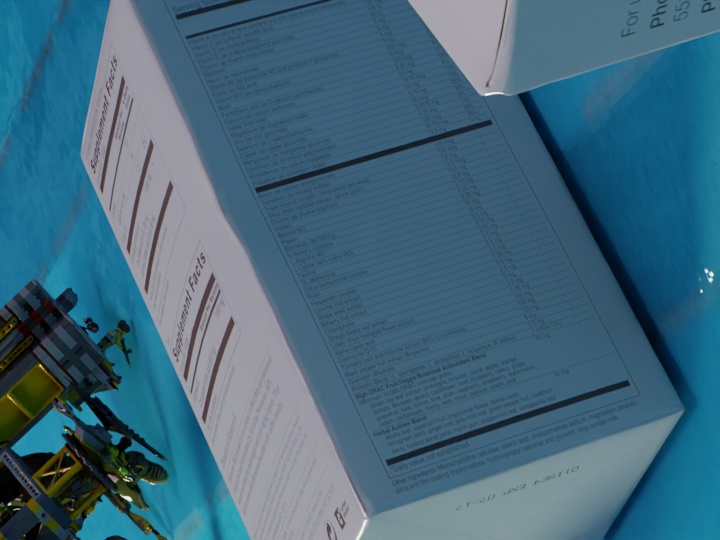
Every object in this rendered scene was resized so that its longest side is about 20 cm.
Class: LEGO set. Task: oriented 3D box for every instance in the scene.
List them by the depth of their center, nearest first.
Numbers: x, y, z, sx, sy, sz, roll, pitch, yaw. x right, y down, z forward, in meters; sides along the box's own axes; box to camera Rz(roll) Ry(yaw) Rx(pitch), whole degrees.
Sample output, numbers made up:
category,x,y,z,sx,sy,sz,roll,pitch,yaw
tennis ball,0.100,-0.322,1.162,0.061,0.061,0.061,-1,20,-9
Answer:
category,x,y,z,sx,sy,sz,roll,pitch,yaw
LEGO set,-0.130,0.094,1.330,0.154,0.116,0.200,49,174,-27

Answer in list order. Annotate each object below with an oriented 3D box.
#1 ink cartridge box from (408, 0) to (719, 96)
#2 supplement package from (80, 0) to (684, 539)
category,x,y,z,sx,sy,sz,roll,pitch,yaw
ink cartridge box,0.063,-0.133,0.485,0.129,0.199,0.126,54,153,38
supplement package,0.000,0.000,0.870,0.201,0.113,0.110,65,157,23
